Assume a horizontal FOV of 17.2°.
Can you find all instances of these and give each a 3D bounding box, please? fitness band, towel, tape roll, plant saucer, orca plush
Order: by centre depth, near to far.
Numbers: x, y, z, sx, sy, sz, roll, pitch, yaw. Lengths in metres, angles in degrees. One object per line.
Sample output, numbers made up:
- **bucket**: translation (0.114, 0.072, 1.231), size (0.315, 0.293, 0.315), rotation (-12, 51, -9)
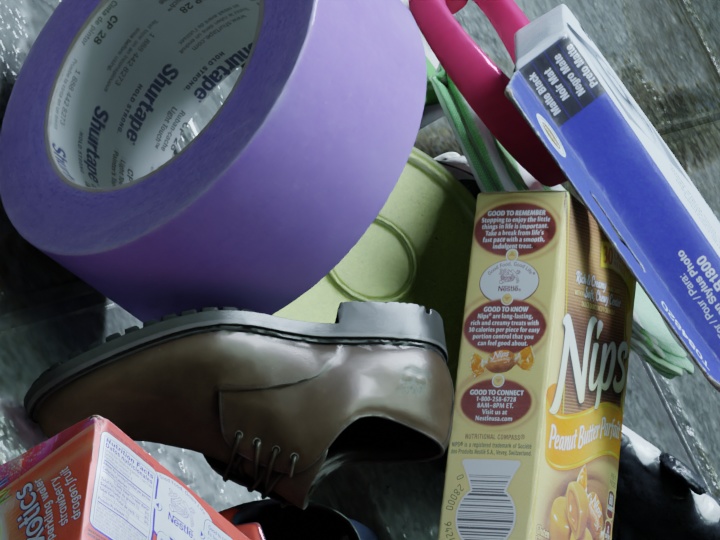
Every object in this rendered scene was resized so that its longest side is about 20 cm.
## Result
- **tape roll**: translation (-0.072, -0.076, 1.119), size (0.085, 0.199, 0.201), rotation (37, 35, -41)
- **plant saucer**: translation (0.000, 0.000, 1.253), size (0.199, 0.031, 0.201), rotation (12, 56, -18)
- **fitness band**: translation (0.089, -0.117, 1.403), size (0.144, 0.037, 0.200), rotation (54, 14, 2)
- **towel**: translation (0.118, -0.029, 1.403), size (0.200, 0.023, 0.153), rotation (40, 18, -41)
- **orca plush**: translation (0.186, 0.163, 1.546), size (0.105, 0.071, 0.200), rotation (24, -13, 46)

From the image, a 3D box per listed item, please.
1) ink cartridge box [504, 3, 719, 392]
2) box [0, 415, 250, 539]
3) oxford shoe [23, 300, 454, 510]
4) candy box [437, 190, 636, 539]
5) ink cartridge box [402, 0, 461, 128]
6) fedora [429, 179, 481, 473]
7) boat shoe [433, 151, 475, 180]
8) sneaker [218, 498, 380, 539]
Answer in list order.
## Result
- **ink cartridge box**: translation (0.151, -0.046, 1.287), size (0.200, 0.040, 0.200), rotation (54, 12, -9)
- **box**: translation (-0.082, 0.166, 0.983), size (0.200, 0.095, 0.100), rotation (44, 32, -33)
- **oxford shoe**: translation (-0.050, 0.065, 1.070), size (0.198, 0.073, 0.085), rotation (-4, 62, -13)
- **candy box**: translation (0.093, 0.071, 1.225), size (0.115, 0.055, 0.202), rotation (34, 60, -60)
- **ink cartridge box**: translation (-0.020, -0.176, 1.441), size (0.201, 0.084, 0.146), rotation (64, 25, 3)
- **fedora**: translation (0.070, 0.051, 1.378), size (0.200, 0.091, 0.202), rotation (42, 32, -35)
- **boat shoe**: translation (0.062, -0.041, 1.482), size (0.199, 0.072, 0.066), rotation (18, 40, -52)
- **sneaker**: translation (-0.021, 0.143, 1.130), size (0.200, 0.084, 0.075), rotation (-1, 66, -62)
